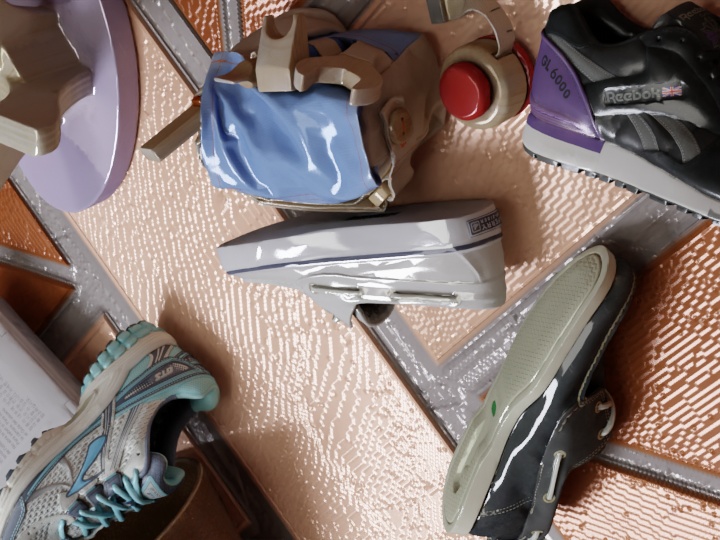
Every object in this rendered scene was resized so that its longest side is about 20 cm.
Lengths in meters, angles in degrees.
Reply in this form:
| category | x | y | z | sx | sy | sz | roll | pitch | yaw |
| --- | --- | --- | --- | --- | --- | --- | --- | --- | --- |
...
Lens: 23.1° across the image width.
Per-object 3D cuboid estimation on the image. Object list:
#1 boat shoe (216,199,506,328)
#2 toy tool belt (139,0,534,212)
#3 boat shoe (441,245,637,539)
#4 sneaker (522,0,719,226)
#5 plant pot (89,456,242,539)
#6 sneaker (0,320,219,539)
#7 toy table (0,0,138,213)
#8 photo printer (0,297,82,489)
| category | x | y | z | sx | sy | sz | roll | pitch | yaw |
| --- | --- | --- | --- | --- | --- | --- | --- | --- | --- |
| boat shoe | 0.000 | 0.000 | 1.024 | 0.199 | 0.072 | 0.066 | -5 | 102 | 35 |
| toy tool belt | -0.017 | -0.083 | 0.955 | 0.200 | 0.123 | 0.125 | 0 | 111 | 41 |
| boat shoe | 0.109 | 0.072 | 0.974 | 0.067 | 0.072 | 0.200 | 18 | 122 | -9 |
| sneaker | 0.163 | -0.078 | 0.834 | 0.200 | 0.076 | 0.088 | 20 | 117 | 34 |
| plant pot | -0.127 | 0.264 | 1.208 | 0.187 | 0.187 | 0.200 | -20 | 111 | 45 |
| sneaker | -0.169 | 0.133 | 1.165 | 0.086 | 0.200 | 0.078 | 29 | 171 | 22 |
| toy table | -0.226 | -0.118 | 1.131 | 0.183 | 0.117 | 0.201 | 9 | 115 | 39 |
| photo printer | -0.287 | 0.138 | 1.270 | 0.166 | 0.069 | 0.200 | 43 | 91 | 19 |
